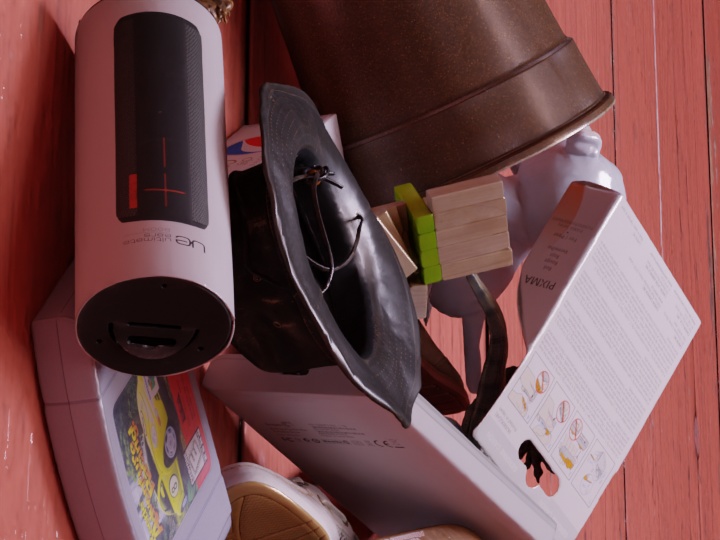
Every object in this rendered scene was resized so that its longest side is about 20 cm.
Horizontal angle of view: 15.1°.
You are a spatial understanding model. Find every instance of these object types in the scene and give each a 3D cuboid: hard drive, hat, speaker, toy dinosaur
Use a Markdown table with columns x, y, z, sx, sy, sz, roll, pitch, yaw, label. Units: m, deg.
| x | y | z | sx | sy | sz | roll | pitch | yaw | label |
| --- | --- | --- | --- | --- | --- | --- | --- | --- | --- |
| 0.013 | 0.110 | 1.609 | 0.200 | 0.131 | 0.026 | 44 | 58 | -43 | hard drive |
| -0.039 | 0.003 | 1.449 | 0.201 | 0.080 | 0.202 | -22 | 90 | -77 | hat |
| -0.106 | -0.046 | 1.381 | 0.081 | 0.081 | 0.201 | 64 | 17 | -48 | speaker |
| 0.092 | 0.101 | 1.824 | 0.088 | 0.047 | 0.202 | 5 | 91 | -54 | toy dinosaur |

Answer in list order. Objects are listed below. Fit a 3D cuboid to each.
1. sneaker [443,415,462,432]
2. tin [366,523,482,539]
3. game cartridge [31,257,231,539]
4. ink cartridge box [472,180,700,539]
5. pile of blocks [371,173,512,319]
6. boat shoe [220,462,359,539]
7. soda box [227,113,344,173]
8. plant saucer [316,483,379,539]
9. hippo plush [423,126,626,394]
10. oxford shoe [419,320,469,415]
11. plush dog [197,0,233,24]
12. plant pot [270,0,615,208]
| x | y | z | sx | sy | sz | roll | pitch | yaw | label |
| --- | --- | --- | --- | --- | --- | --- | --- | --- | --- |
| 0.087 | 0.180 | 1.726 | 0.080 | 0.130 | 0.201 | 51 | 35 | -59 | sneaker |
| 0.005 | 0.207 | 1.595 | 0.199 | 0.042 | 0.112 | -7 | 132 | -40 | tin |
| -0.119 | 0.091 | 1.427 | 0.133 | 0.041 | 0.201 | -59 | 140 | -57 | game cartridge |
| 0.143 | 0.066 | 1.841 | 0.201 | 0.050 | 0.162 | -56 | 137 | -17 | ink cartridge box |
| 0.000 | 0.000 | 1.640 | 0.082 | 0.199 | 0.062 | 54 | 1 | -31 | pile of blocks |
| -0.044 | 0.156 | 1.605 | 0.200 | 0.070 | 0.070 | 55 | 18 | -52 | boat shoe |
| -0.062 | -0.034 | 1.605 | 0.200 | 0.063 | 0.069 | -49 | 131 | -67 | soda box |
| 0.028 | 0.209 | 1.804 | 0.200 | 0.036 | 0.202 | -27 | 110 | -72 | plant saucer |
| 0.096 | -0.058 | 1.894 | 0.160 | 0.160 | 0.200 | 56 | 11 | -32 | hippo plush |
| 0.029 | 0.052 | 1.866 | 0.200 | 0.070 | 0.074 | 47 | 37 | -64 | oxford shoe |
| -0.088 | -0.228 | 1.490 | 0.172 | 0.159 | 0.202 | 106 | -15 | -70 | plush dog |
| 0.032 | -0.156 | 1.737 | 0.199 | 0.199 | 0.200 | 65 | 20 | -7 | plant pot |
